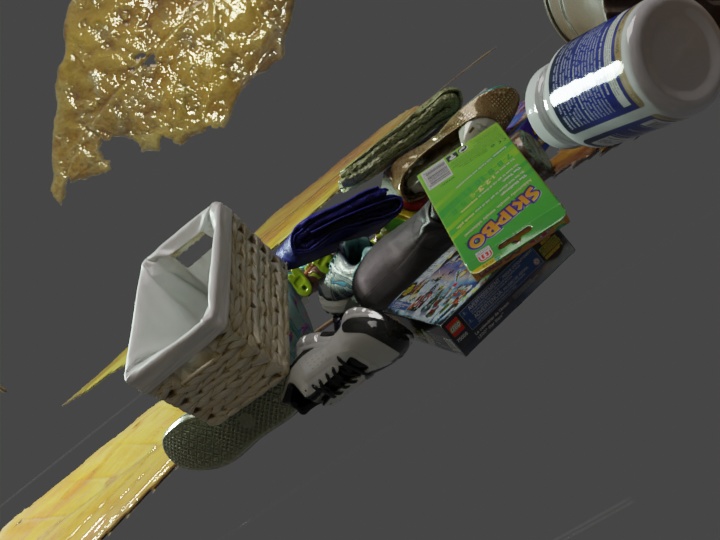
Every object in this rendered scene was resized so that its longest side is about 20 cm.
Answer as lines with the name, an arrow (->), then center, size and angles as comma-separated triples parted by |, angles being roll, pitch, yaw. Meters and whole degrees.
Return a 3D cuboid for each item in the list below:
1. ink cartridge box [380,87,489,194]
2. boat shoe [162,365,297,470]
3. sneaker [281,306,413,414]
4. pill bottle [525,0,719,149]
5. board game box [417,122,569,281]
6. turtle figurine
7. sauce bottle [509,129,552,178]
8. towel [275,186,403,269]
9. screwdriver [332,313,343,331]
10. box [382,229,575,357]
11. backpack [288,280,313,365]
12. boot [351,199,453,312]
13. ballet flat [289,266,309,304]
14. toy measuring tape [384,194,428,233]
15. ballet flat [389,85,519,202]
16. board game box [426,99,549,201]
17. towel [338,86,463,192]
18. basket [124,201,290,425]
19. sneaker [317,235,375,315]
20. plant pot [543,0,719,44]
ink cartridge box -> 0.109, -0.147, 1.493 | 0.200, 0.045, 0.176 | -40, -14, -17
boat shoe -> -0.139, 0.165, 1.184 | 0.199, 0.075, 0.062 | -32, 8, 23
sneaker -> -0.015, 0.096, 1.049 | 0.200, 0.073, 0.080 | -34, 26, 56
pill bottle -> 0.253, -0.186, 1.035 | 0.116, 0.116, 0.200 | -45, 11, -20
board game box -> 0.117, -0.063, 0.949 | 0.095, 0.030, 0.200 | -33, 28, 8
turtle figurine -> -0.035, -0.005, 1.484 | 0.199, 0.065, 0.161 | -25, -1, 31
sauce bottle -> 0.126, -0.081, 1.215 | 0.199, 0.065, 0.065 | -37, 11, 22
towel -> -0.035, -0.053, 1.297 | 0.147, 0.050, 0.200 | -23, -2, -12
screwdriver -> -0.016, 0.069, 1.219 | 0.200, 0.028, 0.029 | -133, 63, -82
box -> 0.104, 0.012, 0.990 | 0.137, 0.040, 0.200 | -43, 10, -9
backpack -> -0.130, 0.065, 1.333 | 0.126, 0.167, 0.200 | -38, 17, 1
boot -> 0.071, -0.047, 1.092 | 0.200, 0.070, 0.132 | -46, -7, -19
ballet flat -> -0.088, 0.016, 1.624 | 0.067, 0.064, 0.200 | 12, 53, 45
toy measuring tape -> 0.051, -0.052, 1.338 | 0.073, 0.074, 0.200 | -34, 10, 35
ballet flat -> 0.120, -0.148, 1.301 | 0.200, 0.070, 0.066 | -38, 36, 27
board game box -> 0.186, -0.153, 1.340 | 0.200, 0.045, 0.134 | -49, 12, -32
towel -> 0.049, -0.171, 1.396 | 0.199, 0.037, 0.148 | -39, 5, 2
basket -> -0.160, 0.050, 1.139 | 0.135, 0.123, 0.201 | -35, 33, 23
sneaker -> 0.000, 0.000, 1.236 | 0.077, 0.087, 0.200 | -26, 10, -24
plant pot -> 0.316, -0.314, 1.159 | 0.200, 0.200, 0.199 | -39, 18, 13
